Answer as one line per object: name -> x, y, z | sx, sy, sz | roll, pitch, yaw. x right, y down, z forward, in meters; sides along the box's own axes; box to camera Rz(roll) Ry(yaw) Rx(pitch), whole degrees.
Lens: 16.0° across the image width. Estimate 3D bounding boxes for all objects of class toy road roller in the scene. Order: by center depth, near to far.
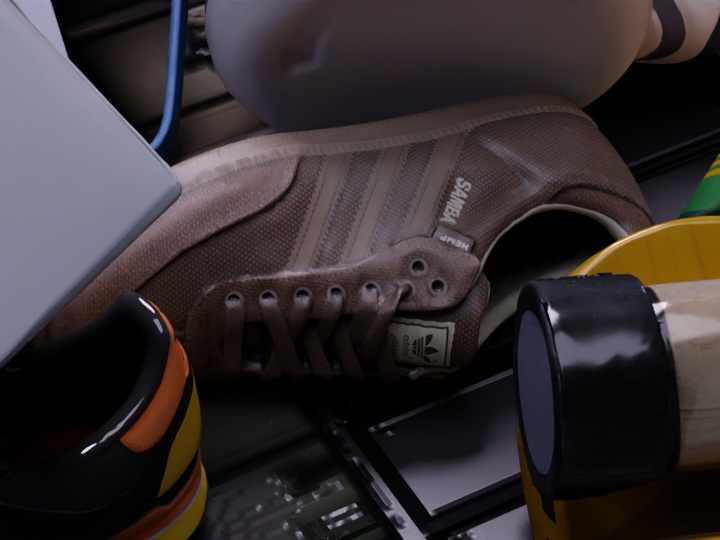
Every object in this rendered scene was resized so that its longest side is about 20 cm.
toy road roller -> 0.104, 0.085, 0.696 | 0.123, 0.146, 0.200 | -6, 84, -8

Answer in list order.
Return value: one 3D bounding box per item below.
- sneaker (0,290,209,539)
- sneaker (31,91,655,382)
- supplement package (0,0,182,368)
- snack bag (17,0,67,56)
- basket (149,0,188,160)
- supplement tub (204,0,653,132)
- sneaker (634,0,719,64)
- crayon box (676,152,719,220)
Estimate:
sneaker -> -0.130, 0.070, 0.700 | 0.200, 0.090, 0.070 | -29, 54, -27
sneaker -> 0.000, 0.000, 0.787 | 0.200, 0.070, 0.076 | -20, 51, -19
supplement package -> -0.150, -0.016, 0.663 | 0.117, 0.200, 0.117 | -46, 102, -18
snack bag -> -0.185, -0.059, 0.771 | 0.200, 0.021, 0.189 | -17, 93, -22
basket -> -0.135, -0.135, 0.880 | 0.176, 0.139, 0.200 | 9, 74, 4
supplement tub -> 0.015, -0.155, 0.852 | 0.145, 0.145, 0.200 | -3, 65, -5
sneaker -> 0.135, -0.162, 0.925 | 0.130, 0.079, 0.199 | 5, 58, -20
crayon box -> 0.186, -0.069, 0.770 | 0.051, 0.200, 0.127 | 42, 53, -7
